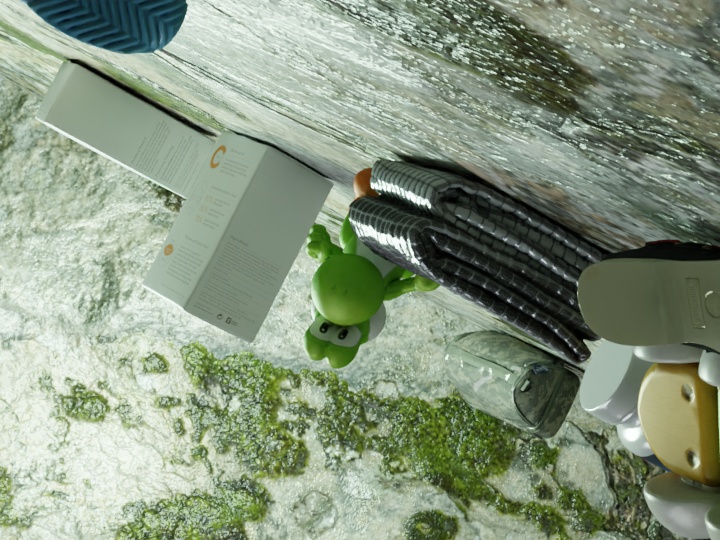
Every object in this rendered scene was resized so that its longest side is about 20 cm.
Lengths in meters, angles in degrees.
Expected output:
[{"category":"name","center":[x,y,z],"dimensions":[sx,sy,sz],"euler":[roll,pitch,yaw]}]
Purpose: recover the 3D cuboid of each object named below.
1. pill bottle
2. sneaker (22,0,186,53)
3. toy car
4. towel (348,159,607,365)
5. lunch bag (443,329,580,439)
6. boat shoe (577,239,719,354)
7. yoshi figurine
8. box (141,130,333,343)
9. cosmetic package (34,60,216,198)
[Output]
[{"category":"pill bottle","center":[0.319,0.140,1.607],"dimensions":[0.200,0.120,0.120],"euler":[29,177,-15]},{"category":"sneaker","center":[-0.175,-0.183,0.856],"dimensions":[0.200,0.077,0.081],"euler":[34,-175,-3]},{"category":"toy car","center":[0.293,0.109,1.191],"dimensions":[0.149,0.176,0.200],"euler":[-8,-170,-20]},{"category":"towel","center":[0.101,-0.009,1.321],"dimensions":[0.200,0.086,0.166],"euler":[28,178,-19]},{"category":"lunch bag","center":[0.255,0.187,2.845],"dimensions":[0.200,0.140,0.168],"euler":[24,176,45]},{"category":"boat shoe","center":[0.224,0.020,0.969],"dimensions":[0.063,0.074,0.201],"euler":[-19,-159,-41]},{"category":"yoshi figurine","center":[0.008,-0.007,1.421],"dimensions":[0.112,0.200,0.112],"euler":[-10,127,33]},{"category":"box","center":[-0.137,-0.039,1.832],"dimensions":[0.097,0.201,0.124],"euler":[29,177,-32]},{"category":"cosmetic package","center":[-0.289,-0.174,2.033],"dimensions":[0.199,0.085,0.108],"euler":[27,180,-18]}]
